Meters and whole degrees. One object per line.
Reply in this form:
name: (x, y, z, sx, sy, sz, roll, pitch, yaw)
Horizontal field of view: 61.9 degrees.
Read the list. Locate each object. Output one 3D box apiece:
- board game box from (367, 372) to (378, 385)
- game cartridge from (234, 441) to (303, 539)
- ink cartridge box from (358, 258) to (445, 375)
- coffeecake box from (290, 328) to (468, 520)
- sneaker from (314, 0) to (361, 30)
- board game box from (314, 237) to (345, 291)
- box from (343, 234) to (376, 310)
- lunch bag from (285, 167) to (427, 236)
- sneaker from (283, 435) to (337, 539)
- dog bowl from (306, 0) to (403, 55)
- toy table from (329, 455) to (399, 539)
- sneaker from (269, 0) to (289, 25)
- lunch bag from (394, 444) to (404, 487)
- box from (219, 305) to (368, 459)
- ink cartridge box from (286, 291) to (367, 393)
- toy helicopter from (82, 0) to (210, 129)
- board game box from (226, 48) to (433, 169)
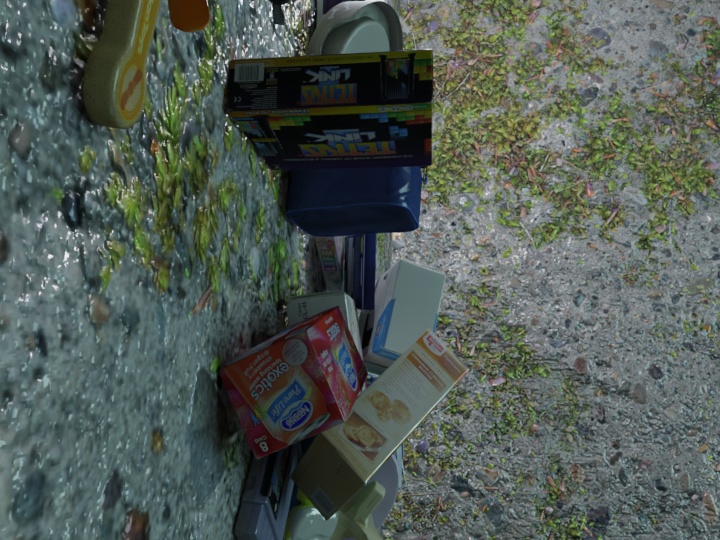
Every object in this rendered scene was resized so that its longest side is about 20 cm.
board game box: (-0.018, 0.214, 0.983, 0.200, 0.131, 0.030, -59, 158, -75)
game cartridge: (-0.102, 0.247, 0.724, 0.202, 0.037, 0.132, -81, 174, -48)
ink cartridge box: (0.055, 0.085, 0.986, 0.200, 0.082, 0.148, 134, -28, -68)
coffeecake box: (0.022, 0.184, 0.724, 0.199, 0.073, 0.154, -37, 164, -37)
sneaker: (-0.029, -0.366, 0.974, 0.076, 0.085, 0.205, -24, 115, -82)
board game box: (-0.049, -0.074, 1.084, 0.202, 0.033, 0.137, 82, 12, -55)
box: (0.000, 0.000, 1.016, 0.200, 0.032, 0.124, -170, -99, -81)
lunch bag: (0.000, -0.130, 0.818, 0.136, 0.195, 0.136, 45, 44, -73)
sneaker: (-0.071, 0.298, 0.826, 0.076, 0.104, 0.202, 45, 71, -37)
dog bowl: (-0.012, -0.314, 0.926, 0.200, 0.058, 0.203, -41, 146, -36)
toy table: (-0.020, 0.371, 0.913, 0.117, 0.181, 0.204, -66, 180, -80)
sneaker: (-0.080, -0.339, 0.657, 0.200, 0.076, 0.144, -15, 108, -73)
lunch bag: (0.014, 0.325, 1.050, 0.202, 0.126, 0.170, -59, 179, 10)
box: (-0.062, 0.110, 0.650, 0.200, 0.098, 0.097, -27, 94, -83)
ink cartridge box: (-0.043, 0.114, 0.858, 0.200, 0.083, 0.151, 67, 15, -83)
toy helicopter: (-0.127, -0.183, 0.360, 0.132, 0.077, 0.205, 134, -32, -87)
board game box: (-0.021, -0.160, 0.631, 0.165, 0.195, 0.058, 57, 33, -76)
